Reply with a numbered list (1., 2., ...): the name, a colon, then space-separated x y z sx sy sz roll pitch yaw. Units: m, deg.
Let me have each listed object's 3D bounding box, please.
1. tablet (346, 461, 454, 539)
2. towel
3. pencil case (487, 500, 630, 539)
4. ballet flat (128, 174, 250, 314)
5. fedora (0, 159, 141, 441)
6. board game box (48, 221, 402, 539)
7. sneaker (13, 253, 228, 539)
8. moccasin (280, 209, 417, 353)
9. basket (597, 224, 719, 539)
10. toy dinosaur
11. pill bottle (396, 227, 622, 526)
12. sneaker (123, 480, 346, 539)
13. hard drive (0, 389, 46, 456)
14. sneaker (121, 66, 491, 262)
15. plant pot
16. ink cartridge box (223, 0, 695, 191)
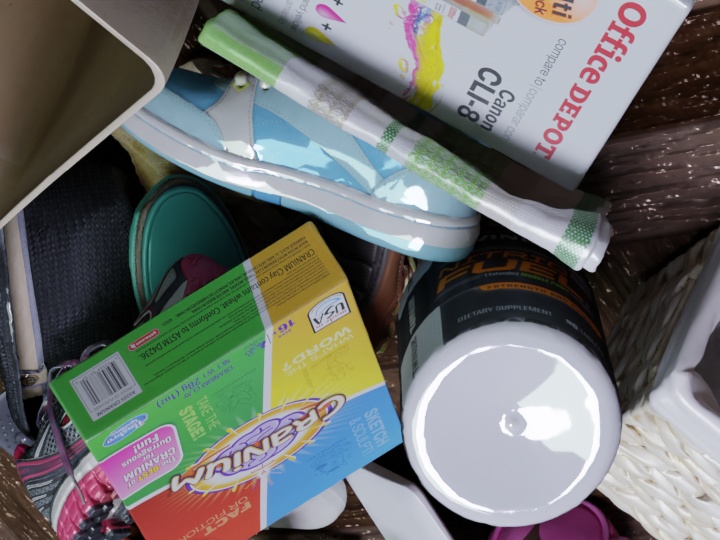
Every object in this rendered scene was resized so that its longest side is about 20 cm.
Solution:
1. tablet: 0.056 0.195 1.691 0.200 0.014 0.130 57 166 -19
2. towel: 0.026 -0.064 1.274 0.199 0.031 0.149 31 -175 1
3. pencil case: 0.146 0.228 1.690 0.093 0.091 0.200 -9 133 23
4. ballet flat: -0.083 0.031 1.547 0.070 0.067 0.201 -129 16 -65
5. fedora: -0.163 -0.003 1.581 0.091 0.201 0.201 -8 140 -5
6. board game box: -0.063 0.072 1.444 0.040 0.153 0.200 55 174 27
7. sneaker: -0.130 0.066 1.495 0.075 0.080 0.200 47 125 21
8. moccasin: 0.001 0.001 1.525 0.074 0.078 0.202 42 153 22
9. basket: 0.217 0.084 1.432 0.200 0.136 0.123 39 146 -14
10. toy dinosaur: -0.098 -0.066 1.517 0.199 0.058 0.101 33 145 -6
11. pill bottle: 0.070 0.042 1.405 0.106 0.200 0.107 0 108 -1
12. sneaker: -0.095 0.144 1.660 0.199 0.085 0.073 13 148 -32
13. hard drive: -0.141 0.089 1.741 0.135 0.042 0.200 40 140 -16
14. sneaker: -0.018 -0.097 1.393 0.199 0.080 0.131 20 106 6
15. plant pot: -0.176 -0.171 1.339 0.200 0.177 0.200 39 142 -14
16. ink cartridge box: 0.056 -0.165 1.226 0.199 0.145 0.146 28 143 -1
